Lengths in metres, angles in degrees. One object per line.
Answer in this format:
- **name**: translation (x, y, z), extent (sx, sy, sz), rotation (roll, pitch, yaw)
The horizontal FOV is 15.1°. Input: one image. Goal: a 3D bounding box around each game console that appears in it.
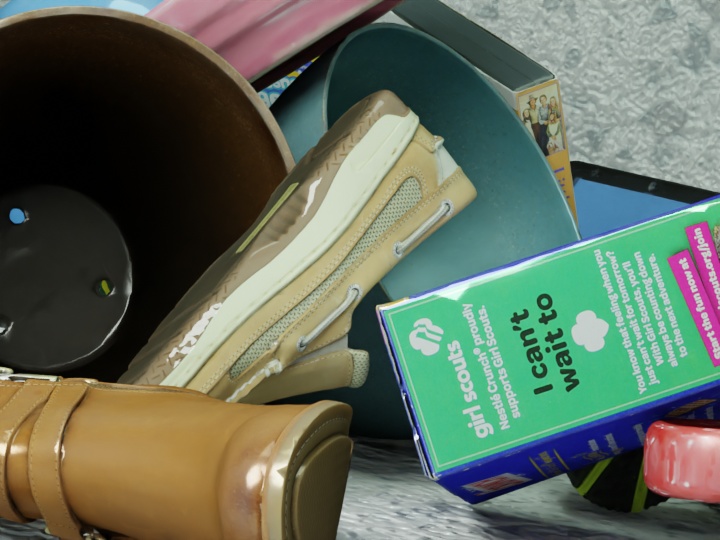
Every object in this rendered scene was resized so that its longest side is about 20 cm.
- **game console**: translation (0.119, -0.007, 1.719), extent (0.172, 0.119, 0.200), rotation (4, 7, -36)

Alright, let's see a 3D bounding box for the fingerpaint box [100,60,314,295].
- **fingerpaint box**: translation (-0.065, -0.035, 1.456), extent (0.200, 0.167, 0.073), rotation (3, -22, -41)

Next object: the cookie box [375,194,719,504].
- **cookie box**: translation (0.118, 0.026, 1.092), extent (0.199, 0.075, 0.171), rotation (-19, -10, 4)

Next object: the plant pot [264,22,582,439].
- **plant pot**: translation (0.000, 0.000, 1.310), extent (0.135, 0.201, 0.200), rotation (-28, -15, 31)

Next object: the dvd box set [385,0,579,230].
- **dvd box set**: translation (0.071, -0.035, 1.461), extent (0.029, 0.201, 0.146), rotation (-22, 32, -20)

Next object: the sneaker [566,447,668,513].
- **sneaker**: translation (0.177, 0.034, 1.224), extent (0.200, 0.076, 0.076), rotation (-23, 20, 4)

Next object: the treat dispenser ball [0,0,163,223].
- **treat dispenser ball**: translation (-0.147, -0.077, 1.604), extent (0.200, 0.202, 0.201), rotation (9, 6, -1)

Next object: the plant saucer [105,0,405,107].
- **plant saucer**: translation (-0.031, -0.124, 1.258), extent (0.200, 0.051, 0.201), rotation (-32, 1, 0)

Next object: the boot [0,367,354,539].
- **boot**: translation (-0.082, 0.066, 0.948), extent (0.155, 0.077, 0.200), rotation (10, 4, 1)

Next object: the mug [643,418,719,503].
- **mug**: translation (0.216, 0.071, 1.036), extent (0.177, 0.134, 0.200), rotation (36, 9, 14)

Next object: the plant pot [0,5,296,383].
- **plant pot**: translation (-0.132, -0.006, 1.210), extent (0.186, 0.188, 0.200), rotation (8, -8, -11)

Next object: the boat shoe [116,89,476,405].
- **boat shoe**: translation (-0.028, 0.023, 1.090), extent (0.076, 0.200, 0.072), rotation (43, -9, -11)
